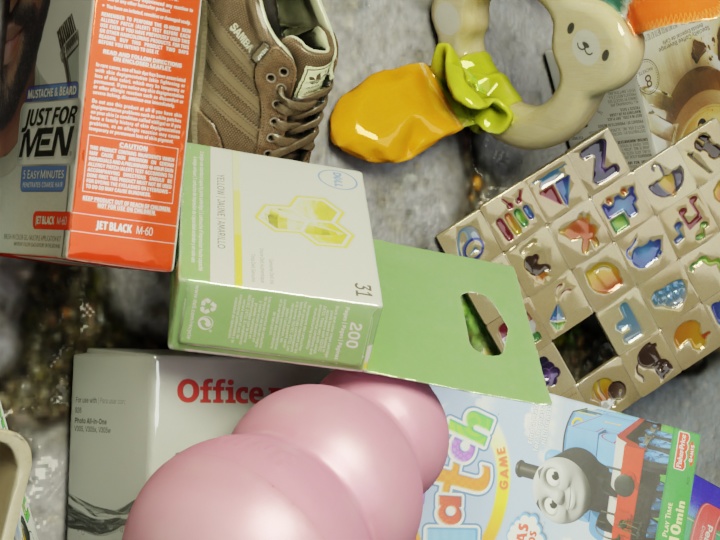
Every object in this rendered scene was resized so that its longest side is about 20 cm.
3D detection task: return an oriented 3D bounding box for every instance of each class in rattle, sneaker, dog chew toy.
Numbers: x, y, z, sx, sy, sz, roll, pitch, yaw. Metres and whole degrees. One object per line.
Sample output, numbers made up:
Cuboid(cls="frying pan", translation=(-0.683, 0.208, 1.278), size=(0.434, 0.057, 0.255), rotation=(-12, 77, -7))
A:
Cuboid(cls="rattle", translation=(0.094, -0.133, 1.077), size=(0.142, 0.199, 0.132), rotation=(0, 88, -40))
Cuboid(cls="sneaker", translation=(-0.050, -0.101, 1.011), size=(0.070, 0.075, 0.202), rotation=(-22, 116, -41))
Cuboid(cls="dog chew toy", translation=(-0.026, 0.114, 0.910), size=(0.200, 0.124, 0.125), rotation=(-42, 114, -41))

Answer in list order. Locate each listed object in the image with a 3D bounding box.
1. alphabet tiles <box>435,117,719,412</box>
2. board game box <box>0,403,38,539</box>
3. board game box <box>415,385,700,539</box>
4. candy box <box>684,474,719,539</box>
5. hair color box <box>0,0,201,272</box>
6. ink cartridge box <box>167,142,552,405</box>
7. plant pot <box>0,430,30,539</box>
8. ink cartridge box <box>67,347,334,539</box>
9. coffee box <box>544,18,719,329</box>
Cuboid(cls="alphabet tiles", translation=(0.170, -0.004, 1.192), size=(0.199, 0.008, 0.168), rotation=(-32, 103, -7))
Cuboid(cls="board game box", translation=(-0.195, 0.068, 0.873), size=(0.034, 0.126, 0.202), rotation=(-14, 100, -4))
Cuboid(cls="board game box", translation=(0.105, 0.152, 1.138), size=(0.198, 0.037, 0.153), rotation=(15, 77, -15))
Cuboid(cls="candy box", translation=(0.225, 0.240, 1.257), size=(0.199, 0.077, 0.171), rotation=(30, 70, -37))
Cuboid(cls="hair color box", translation=(-0.133, -0.104, 0.925), size=(0.063, 0.111, 0.202), rotation=(8, 87, -32))
Cuboid(cls="ink cartridge box", translation=(0.000, 0.000, 0.963), size=(0.198, 0.146, 0.048), rotation=(8, 120, -9))
Cuboid(cls="plant pot", translation=(-0.280, 0.134, 0.736), size=(0.199, 0.176, 0.202), rotation=(16, 86, -42))
Cuboid(cls="ink cartridge box", translation=(-0.078, 0.144, 0.992), size=(0.145, 0.084, 0.202), rotation=(3, 86, -40))
Cuboid(cls="coffee box", translation=(0.212, -0.072, 1.256), size=(0.113, 0.079, 0.202), rotation=(-27, 105, -38))
